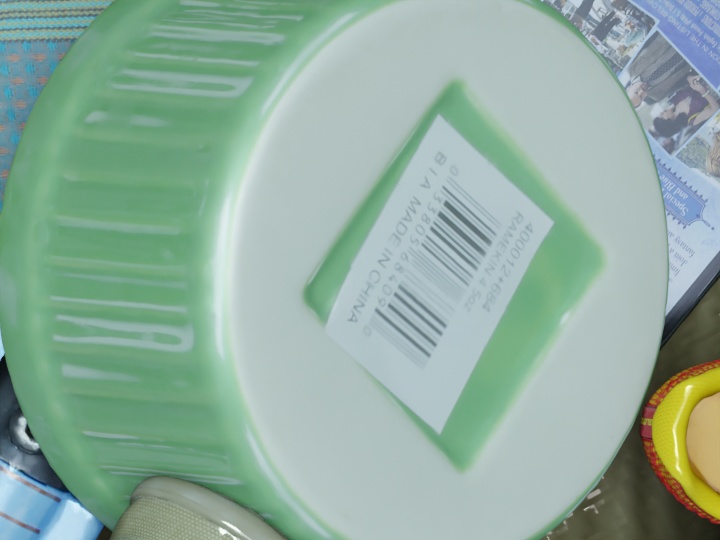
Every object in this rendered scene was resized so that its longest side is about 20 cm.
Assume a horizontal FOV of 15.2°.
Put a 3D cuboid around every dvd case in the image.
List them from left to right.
[{"bbox_3d":[0.070,-0.044,0.922,0.143,0.018,0.200,40,89,-6],"label":"dvd case"}]

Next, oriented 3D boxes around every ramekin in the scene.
[{"bbox_3d":[0.000,0.000,0.814,0.200,0.098,0.200,-3,95,-38],"label":"ramekin"}]

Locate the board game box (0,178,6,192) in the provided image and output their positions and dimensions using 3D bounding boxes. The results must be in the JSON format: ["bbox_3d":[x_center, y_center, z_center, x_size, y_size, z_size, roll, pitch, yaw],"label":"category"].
[{"bbox_3d":[-0.224,0.019,0.881,0.148,0.064,0.200,32,91,-5],"label":"board game box"}]

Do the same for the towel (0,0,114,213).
[{"bbox_3d":[-0.148,-0.060,0.846,0.200,0.022,0.147,-3,68,-23],"label":"towel"}]

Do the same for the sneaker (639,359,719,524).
[{"bbox_3d":[0.183,0.069,0.807,0.200,0.077,0.073,6,91,6],"label":"sneaker"}]

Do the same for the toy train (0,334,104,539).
[{"bbox_3d":[-0.131,0.095,0.866,0.087,0.114,0.200,32,91,-6],"label":"toy train"}]

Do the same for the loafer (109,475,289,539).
[{"bbox_3d":[-0.041,0.153,0.781,0.068,0.076,0.200,-38,128,-41],"label":"loafer"}]
